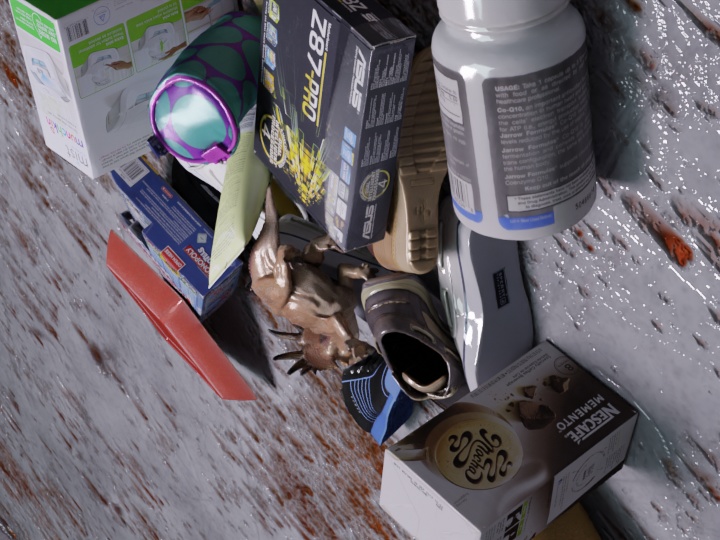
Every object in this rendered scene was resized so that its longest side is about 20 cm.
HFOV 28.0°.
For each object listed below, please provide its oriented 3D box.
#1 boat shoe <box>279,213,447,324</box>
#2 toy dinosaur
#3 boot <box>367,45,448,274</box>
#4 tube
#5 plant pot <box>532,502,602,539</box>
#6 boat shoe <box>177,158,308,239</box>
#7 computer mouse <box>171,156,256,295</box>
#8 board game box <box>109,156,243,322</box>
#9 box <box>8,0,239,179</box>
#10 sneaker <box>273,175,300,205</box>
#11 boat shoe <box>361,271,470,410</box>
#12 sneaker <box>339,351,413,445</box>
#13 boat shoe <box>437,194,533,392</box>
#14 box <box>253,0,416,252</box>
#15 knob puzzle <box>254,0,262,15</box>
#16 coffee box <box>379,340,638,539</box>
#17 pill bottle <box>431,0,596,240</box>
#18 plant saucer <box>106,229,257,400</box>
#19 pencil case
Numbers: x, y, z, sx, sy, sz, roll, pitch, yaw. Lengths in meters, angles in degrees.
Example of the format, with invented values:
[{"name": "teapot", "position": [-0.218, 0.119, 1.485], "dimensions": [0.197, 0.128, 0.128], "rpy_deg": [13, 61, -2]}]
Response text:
[{"name": "boat shoe", "position": [0.000, 0.000, 1.402], "dimensions": [0.199, 0.070, 0.071], "rpy_deg": [22, 138, 10]}, {"name": "toy dinosaur", "position": [-0.056, 0.026, 1.349], "dimensions": [0.200, 0.086, 0.135], "rpy_deg": [50, 143, -12]}, {"name": "boot", "position": [0.028, -0.105, 1.258], "dimensions": [0.166, 0.072, 0.202], "rpy_deg": [-141, 54, -63]}, {"name": "tube", "position": [-0.109, -0.079, 1.381], "dimensions": [0.051, 0.201, 0.058], "rpy_deg": [-1, 140, 14]}, {"name": "plant pot", "position": [0.144, 0.259, 1.344], "dimensions": [0.186, 0.185, 0.202], "rpy_deg": [-16, 91, 60]}, {"name": "boat shoe", "position": [-0.125, -0.108, 1.480], "dimensions": [0.202, 0.074, 0.086], "rpy_deg": [51, 156, 6]}, {"name": "computer mouse", "position": [-0.149, -0.062, 1.594], "dimensions": [0.201, 0.046, 0.140], "rpy_deg": [58, 152, 0]}, {"name": "board game box", "position": [-0.209, -0.023, 1.644], "dimensions": [0.200, 0.062, 0.200], "rpy_deg": [46, 166, 16]}, {"name": "box", "position": [-0.216, -0.216, 1.396], "dimensions": [0.096, 0.199, 0.178], "rpy_deg": [33, 143, 38]}, {"name": "sneaker", "position": [-0.041, -0.125, 1.337], "dimensions": [0.071, 0.073, 0.201], "rpy_deg": [37, 151, 30]}, {"name": "boat shoe", "position": [0.056, 0.084, 1.310], "dimensions": [0.074, 0.074, 0.200], "rpy_deg": [-18, 137, 24]}, {"name": "sneaker", "position": [0.020, 0.112, 1.471], "dimensions": [0.078, 0.070, 0.200], "rpy_deg": [43, 153, 13]}, {"name": "boat shoe", "position": [0.102, 0.027, 1.275], "dimensions": [0.066, 0.072, 0.201], "rpy_deg": [27, 138, 49]}, {"name": "box", "position": [-0.027, -0.142, 1.193], "dimensions": [0.161, 0.049, 0.201], "rpy_deg": [46, 142, 36]}, {"name": "knob puzzle", "position": [-0.056, -0.265, 1.273], "dimensions": [0.219, 0.030, 0.220], "rpy_deg": [42, 160, 19]}, {"name": "coffee box", "position": [0.127, 0.160, 1.228], "dimensions": [0.113, 0.199, 0.080], "rpy_deg": [39, 142, 31]}, {"name": "pill bottle", "position": [0.112, -0.134, 1.061], "dimensions": [0.113, 0.113, 0.201], "rpy_deg": [27, 138, 42]}, {"name": "plant saucer", "position": [-0.226, 0.063, 1.752], "dimensions": [0.200, 0.037, 0.200], "rpy_deg": [39, 166, 46]}, {"name": "pencil case", "position": [-0.125, -0.166, 1.308], "dimensions": [0.084, 0.200, 0.093], "rpy_deg": [-15, 113, 20]}]
